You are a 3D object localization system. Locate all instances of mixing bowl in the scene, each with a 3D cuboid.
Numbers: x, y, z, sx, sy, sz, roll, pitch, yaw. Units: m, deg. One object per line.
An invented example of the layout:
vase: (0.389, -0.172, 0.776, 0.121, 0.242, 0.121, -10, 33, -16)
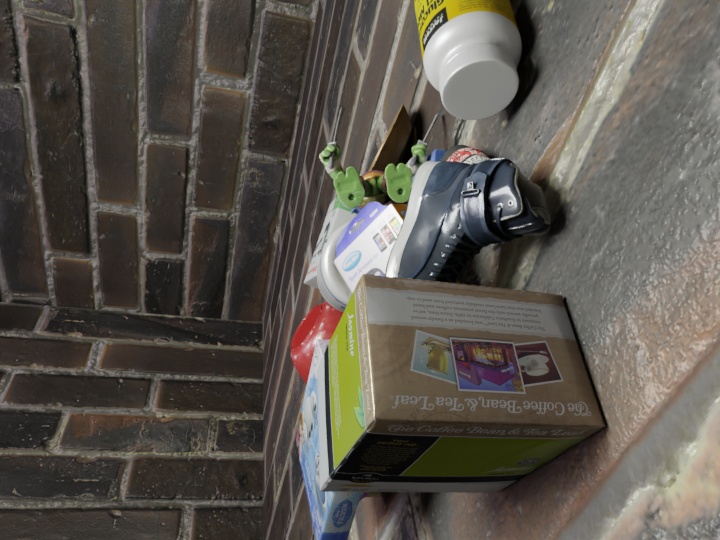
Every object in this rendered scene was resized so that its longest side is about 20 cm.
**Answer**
mixing bowl: (-0.059, 0.132, 1.026, 0.200, 0.108, 0.200, -50, 17, 21)

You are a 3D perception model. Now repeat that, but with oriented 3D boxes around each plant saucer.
plant saucer: (0.043, -0.194, 0.986, 0.201, 0.035, 0.200, -63, 4, 8)

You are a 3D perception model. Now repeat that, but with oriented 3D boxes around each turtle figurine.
turtle figurine: (0.017, -0.160, 0.793, 0.200, 0.144, 0.194, -62, 8, 14)

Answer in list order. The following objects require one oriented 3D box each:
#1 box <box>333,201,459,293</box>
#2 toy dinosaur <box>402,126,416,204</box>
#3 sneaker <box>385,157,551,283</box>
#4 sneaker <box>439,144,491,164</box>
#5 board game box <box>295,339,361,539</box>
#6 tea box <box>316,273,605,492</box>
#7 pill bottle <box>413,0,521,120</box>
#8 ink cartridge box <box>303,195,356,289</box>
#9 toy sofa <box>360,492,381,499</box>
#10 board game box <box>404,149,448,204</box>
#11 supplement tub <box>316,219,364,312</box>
box: (0.048, 0.015, 0.680, 0.119, 0.041, 0.200, -43, 66, 31)
toy dinosaur: (0.074, -0.132, 0.960, 0.106, 0.060, 0.201, -40, 31, 55)
sneaker: (0.108, -0.019, 0.563, 0.146, 0.077, 0.203, 6, 81, 42)
sneaker: (0.102, -0.054, 0.688, 0.202, 0.067, 0.108, -62, 21, 14)
board game box: (-0.042, 0.234, 0.777, 0.200, 0.043, 0.200, -119, 38, -58)
tea box: (0.074, 0.118, 0.528, 0.197, 0.199, 0.134, 117, 155, -51)
pill bottle: (0.126, -0.280, 0.659, 0.113, 0.112, 0.201, 117, 155, -55)
ink cartridge box: (-0.045, -0.057, 1.215, 0.146, 0.084, 0.201, 152, 137, -72)
toy sofa: (0.020, 0.325, 0.896, 0.200, 0.083, 0.098, 114, 153, -51)
board game box: (0.098, -0.062, 0.835, 0.135, 0.034, 0.201, 152, 123, -74)
supplement tub: (0.000, 0.000, 0.860, 0.200, 0.131, 0.132, 130, 144, -81)
